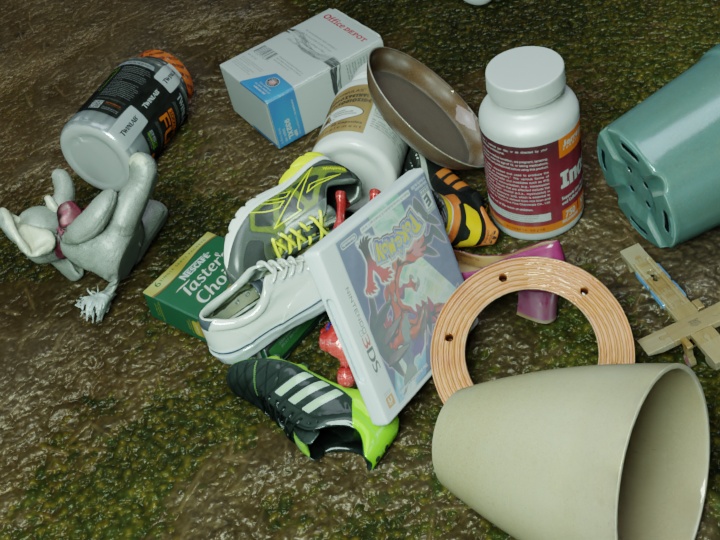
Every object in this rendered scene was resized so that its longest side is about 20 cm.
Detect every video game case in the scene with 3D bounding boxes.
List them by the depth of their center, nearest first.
[{"bbox_3d":[0.039,0.021,0.987,0.023,0.184,0.200,-8,22,38],"label":"video game case"}]

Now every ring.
[{"bbox_3d":[0.167,0.082,0.983,0.198,0.019,0.203,-4,68,10],"label":"ring"}]

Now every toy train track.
[{"bbox_3d":[0.323,0.040,1.029,0.114,0.033,0.201,-24,37,0],"label":"toy train track"}]

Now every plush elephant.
[{"bbox_3d":[-0.343,-0.053,1.217,0.153,0.165,0.202,23,75,3],"label":"plush elephant"}]

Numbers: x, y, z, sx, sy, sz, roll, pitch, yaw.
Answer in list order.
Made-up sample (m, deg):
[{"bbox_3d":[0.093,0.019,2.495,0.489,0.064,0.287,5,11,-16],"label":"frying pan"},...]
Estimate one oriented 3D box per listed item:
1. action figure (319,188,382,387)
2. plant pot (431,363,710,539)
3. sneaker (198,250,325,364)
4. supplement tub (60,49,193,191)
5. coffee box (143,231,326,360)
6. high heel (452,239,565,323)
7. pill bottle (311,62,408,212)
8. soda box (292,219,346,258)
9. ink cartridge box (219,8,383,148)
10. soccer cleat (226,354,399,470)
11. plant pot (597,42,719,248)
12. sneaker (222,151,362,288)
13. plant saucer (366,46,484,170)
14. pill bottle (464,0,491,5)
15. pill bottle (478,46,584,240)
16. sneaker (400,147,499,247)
[{"bbox_3d":[0.001,0.029,1.024,0.064,0.099,0.202,-2,65,18],"label":"action figure"},{"bbox_3d":[0.166,0.160,0.851,0.198,0.188,0.188,5,44,39],"label":"plant pot"},{"bbox_3d":[-0.081,0.018,1.054,0.199,0.071,0.073,-39,49,-14],"label":"sneaker"},{"bbox_3d":[-0.323,-0.217,1.417,0.121,0.123,0.201,8,47,23],"label":"supplement tub"},{"bbox_3d":[-0.142,0.032,1.156,0.199,0.044,0.123,22,54,34],"label":"coffee box"},{"bbox_3d":[0.131,-0.018,1.087,0.198,0.097,0.067,17,35,27],"label":"high heel"},{"bbox_3d":[0.010,-0.179,1.286,0.113,0.115,0.201,1,43,17],"label":"pill bottle"},{"bbox_3d":[0.000,0.000,1.132,0.064,0.068,0.199,-40,47,-24],"label":"soda box"},{"bbox_3d":[-0.078,-0.280,1.442,0.199,0.084,0.145,-31,44,-17],"label":"ink cartridge box"},{"bbox_3d":[-0.058,0.140,1.003,0.198,0.068,0.081,13,50,24],"label":"soccer cleat"},{"bbox_3d":[0.377,-0.135,1.089,0.195,0.201,0.201,-28,43,-4],"label":"plant pot"},{"bbox_3d":[-0.073,-0.056,1.108,0.084,0.075,0.201,18,58,34],"label":"sneaker"},{"bbox_3d":[0.080,-0.192,1.230,0.032,0.199,0.201,-46,33,28],"label":"plant saucer"},{"bbox_3d":[0.232,-0.511,1.579,0.199,0.113,0.112,-37,47,-23],"label":"pill bottle"},{"bbox_3d":[0.193,-0.142,1.130,0.112,0.201,0.114,-8,42,7],"label":"pill bottle"},{"bbox_3d":[0.105,-0.082,1.205,0.089,0.071,0.201,13,26,-18],"label":"sneaker"}]
